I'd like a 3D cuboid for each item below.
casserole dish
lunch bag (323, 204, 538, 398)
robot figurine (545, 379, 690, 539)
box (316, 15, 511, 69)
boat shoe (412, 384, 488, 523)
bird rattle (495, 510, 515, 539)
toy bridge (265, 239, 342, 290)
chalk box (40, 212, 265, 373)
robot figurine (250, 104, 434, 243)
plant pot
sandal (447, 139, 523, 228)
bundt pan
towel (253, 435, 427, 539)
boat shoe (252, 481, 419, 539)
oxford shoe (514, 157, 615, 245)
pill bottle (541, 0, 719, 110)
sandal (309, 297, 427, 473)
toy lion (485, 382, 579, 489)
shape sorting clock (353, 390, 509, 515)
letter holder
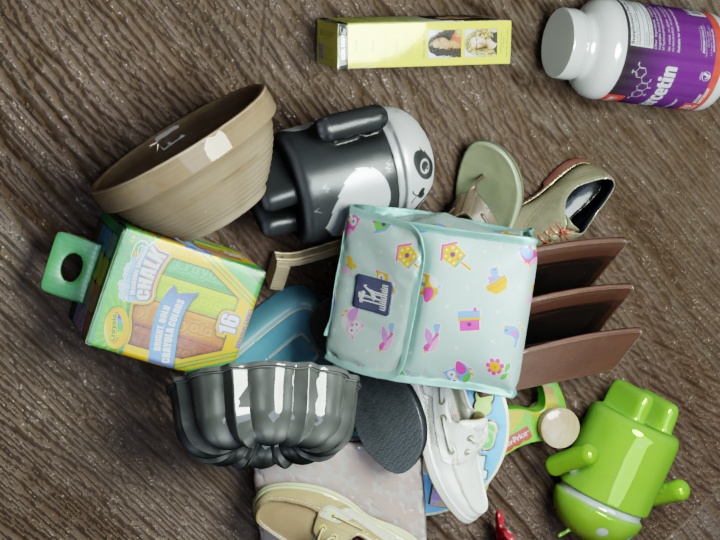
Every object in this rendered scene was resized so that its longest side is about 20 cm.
[{"bbox_3d":[-0.096,0.107,1.525,0.200,0.039,0.121,-40,111,-7],"label":"casserole dish"},{"bbox_3d":[0.069,0.027,1.399,0.198,0.122,0.172,9,101,0],"label":"lunch bag"},{"bbox_3d":[0.303,0.236,1.657,0.175,0.116,0.201,22,94,-30],"label":"robot figurine"},{"bbox_3d":[0.057,-0.245,1.487,0.199,0.075,0.051,-6,106,-20],"label":"box"},{"bbox_3d":[0.104,0.172,1.491,0.069,0.071,0.201,-18,95,27],"label":"boat shoe"},{"bbox_3d":[0.231,0.372,1.645,0.113,0.163,0.201,-47,123,-25],"label":"bird rattle"},{"bbox_3d":[0.000,0.000,1.527,0.199,0.027,0.068,8,121,-19],"label":"toy bridge"},{"bbox_3d":[-0.219,0.019,1.413,0.199,0.124,0.126,17,95,-23],"label":"chalk box"},{"bbox_3d":[-0.020,-0.099,1.460,0.199,0.150,0.126,-16,94,-16],"label":"robot figurine"},{"bbox_3d":[-0.158,-0.094,1.368,0.200,0.201,0.093,-34,108,-10],"label":"plant pot"},{"bbox_3d":[0.128,-0.044,1.547,0.079,0.057,0.202,15,99,21],"label":"sandal"},{"bbox_3d":[-0.097,0.152,1.401,0.200,0.202,0.076,6,69,-21],"label":"bundt pan"},{"bbox_3d":[-0.021,0.270,1.538,0.189,0.032,0.201,-1,114,5],"label":"towel"},{"bbox_3d":[-0.024,0.289,1.494,0.199,0.066,0.074,21,115,-4],"label":"boat shoe"},{"bbox_3d":[0.208,-0.047,1.583,0.070,0.075,0.200,42,87,-23],"label":"oxford shoe"},{"bbox_3d":[0.308,-0.243,1.558,0.199,0.112,0.113,3,100,-20],"label":"pill bottle"},{"bbox_3d":[0.017,0.117,1.479,0.076,0.043,0.201,-31,75,20],"label":"sandal"},{"bbox_3d":[0.128,0.151,1.607,0.199,0.069,0.193,-28,102,-9],"label":"toy lion"},{"bbox_3d":[0.068,0.174,1.552,0.198,0.039,0.202,0,95,-1],"label":"shape sorting clock"},{"bbox_3d":[0.216,0.046,1.536,0.199,0.101,0.142,-8,146,-32],"label":"letter holder"}]
